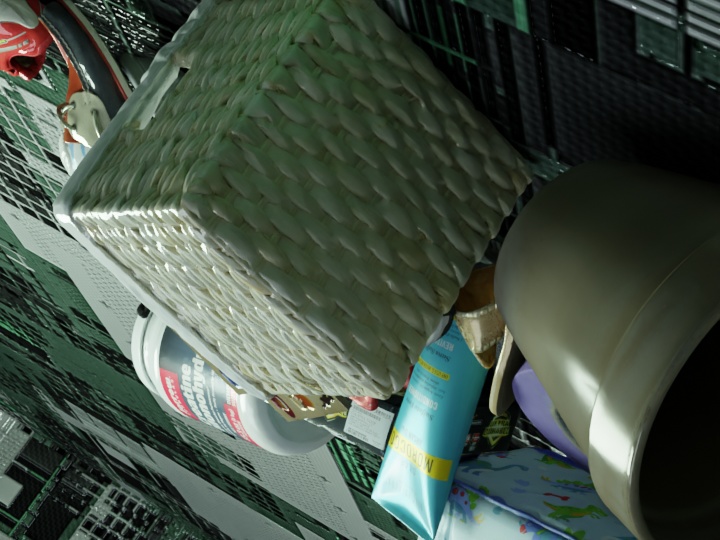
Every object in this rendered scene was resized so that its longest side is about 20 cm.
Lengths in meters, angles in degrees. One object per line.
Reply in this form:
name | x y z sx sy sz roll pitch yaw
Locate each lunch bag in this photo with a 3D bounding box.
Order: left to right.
lunch bag | 0.155 0.196 1.289 0.161 0.083 0.200 -1 -164 -43

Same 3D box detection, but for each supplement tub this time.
supplement tub | -0.108 0.084 1.634 0.200 0.140 0.140 15 154 46

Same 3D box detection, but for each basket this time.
basket | -0.039 -0.051 1.064 0.200 0.198 0.161 44 157 -25

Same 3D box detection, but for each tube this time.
tube | 0.059 0.091 1.262 0.050 0.200 0.077 8 -164 -32

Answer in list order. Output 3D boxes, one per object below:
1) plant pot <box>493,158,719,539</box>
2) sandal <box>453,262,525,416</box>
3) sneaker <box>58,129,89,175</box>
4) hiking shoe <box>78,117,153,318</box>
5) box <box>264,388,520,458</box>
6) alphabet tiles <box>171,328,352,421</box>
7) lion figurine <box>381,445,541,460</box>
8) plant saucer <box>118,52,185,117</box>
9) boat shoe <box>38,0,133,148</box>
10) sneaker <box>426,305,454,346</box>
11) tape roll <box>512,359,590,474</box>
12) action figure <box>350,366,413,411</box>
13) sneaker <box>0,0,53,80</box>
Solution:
plant pot | 0.169 0.027 0.941 0.174 0.200 0.200 43 172 43
sandal | 0.092 0.013 1.171 0.070 0.078 0.212 31 148 16
sneaker | -0.187 -0.070 1.504 0.072 0.072 0.200 -3 155 20
hiking shoe | -0.183 -0.063 1.336 0.200 0.101 0.076 55 175 25
box | 0.019 0.106 1.463 0.159 0.046 0.200 23 -170 33
alphabet tiles | -0.096 0.033 1.224 0.200 0.008 0.167 46 154 -14
lion figurine | 0.098 0.180 1.632 0.200 0.073 0.122 24 168 18
plant saucer | -0.102 -0.082 1.268 0.200 0.050 0.200 56 178 4
boat shoe | -0.181 -0.100 1.248 0.200 0.063 0.071 62 178 -15
sneaker | -0.013 0.036 1.206 0.200 0.083 0.072 -25 85 55
tape roll | 0.208 0.094 1.173 0.200 0.085 0.200 32 162 12
action figure | 0.000 0.000 1.305 0.099 0.065 0.200 42 145 35
sneaker | -0.295 -0.181 1.394 0.085 0.077 0.200 36 164 -21
